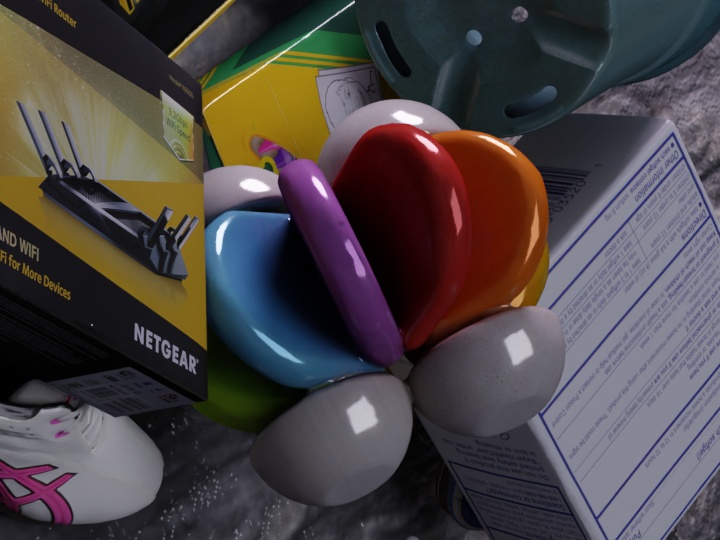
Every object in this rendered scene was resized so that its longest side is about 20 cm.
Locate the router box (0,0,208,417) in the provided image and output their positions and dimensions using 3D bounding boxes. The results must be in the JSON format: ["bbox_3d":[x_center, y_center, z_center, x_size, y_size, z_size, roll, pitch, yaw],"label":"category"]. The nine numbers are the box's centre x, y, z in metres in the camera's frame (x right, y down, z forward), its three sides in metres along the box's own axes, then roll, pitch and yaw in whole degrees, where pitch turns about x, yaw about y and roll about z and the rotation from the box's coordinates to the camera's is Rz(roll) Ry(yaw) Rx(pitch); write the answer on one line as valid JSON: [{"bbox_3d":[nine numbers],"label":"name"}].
[{"bbox_3d":[-0.132,-0.041,0.896,0.200,0.052,0.158,37,46,-60],"label":"router box"}]

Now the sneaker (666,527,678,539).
[{"bbox_3d":[0.151,0.120,1.368,0.090,0.076,0.201,-9,89,-44],"label":"sneaker"}]

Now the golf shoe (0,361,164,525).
[{"bbox_3d":[-0.152,0.068,0.983,0.200,0.092,0.073,35,58,-44],"label":"golf shoe"}]

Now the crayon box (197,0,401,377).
[{"bbox_3d":[-0.019,-0.032,1.187,0.172,0.058,0.201,-42,116,-46],"label":"crayon box"}]

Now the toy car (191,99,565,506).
[{"bbox_3d":[0.000,0.000,1.016,0.150,0.199,0.176,91,-26,-65],"label":"toy car"}]

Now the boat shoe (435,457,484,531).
[{"bbox_3d":[0.090,0.062,1.292,0.072,0.072,0.201,40,69,-39],"label":"boat shoe"}]

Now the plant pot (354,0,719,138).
[{"bbox_3d":[0.101,-0.174,1.193,0.196,0.199,0.201,-41,116,-59],"label":"plant pot"}]

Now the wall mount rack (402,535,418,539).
[{"bbox_3d":[0.026,0.213,1.113,0.075,0.200,0.174,-58,162,13],"label":"wall mount rack"}]

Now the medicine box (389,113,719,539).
[{"bbox_3d":[0.126,0.044,1.204,0.182,0.103,0.201,-46,123,-27],"label":"medicine box"}]

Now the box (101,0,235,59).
[{"bbox_3d":[-0.133,-0.160,0.971,0.160,0.049,0.200,-44,149,-19],"label":"box"}]
